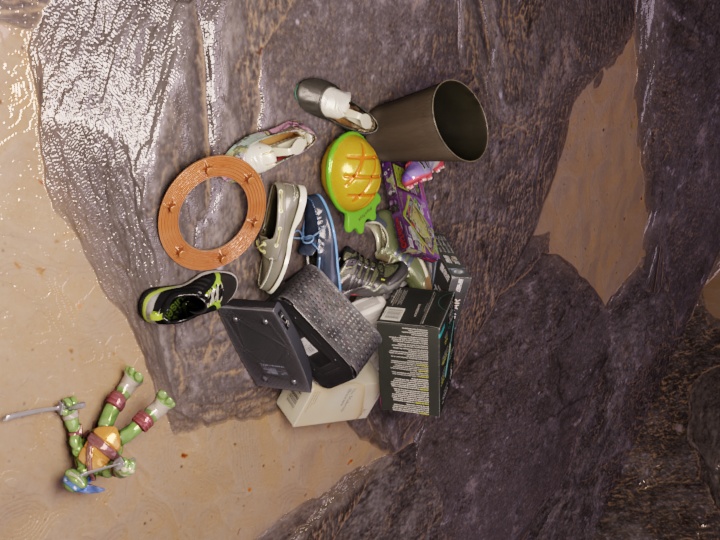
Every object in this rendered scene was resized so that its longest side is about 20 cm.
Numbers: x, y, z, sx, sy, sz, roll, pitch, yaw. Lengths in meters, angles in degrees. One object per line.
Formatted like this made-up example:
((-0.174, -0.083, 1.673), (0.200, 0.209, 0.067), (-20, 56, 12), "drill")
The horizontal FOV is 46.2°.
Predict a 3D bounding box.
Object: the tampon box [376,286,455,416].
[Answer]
((0.111, 0.157, 1.660), (0.150, 0.125, 0.202), (-57, 149, -58), "tampon box")

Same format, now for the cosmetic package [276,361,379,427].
((-0.056, 0.242, 1.673), (0.198, 0.073, 0.104), (2, 125, -43), "cosmetic package")

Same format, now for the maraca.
((-0.012, -0.165, 1.594), (0.137, 0.106, 0.202), (-44, 133, -32), "maraca")

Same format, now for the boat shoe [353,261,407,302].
((0.049, 0.017, 1.772), (0.199, 0.071, 0.070), (-32, 97, -33), "boat shoe")

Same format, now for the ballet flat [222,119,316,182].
((-0.152, -0.205, 1.444), (0.199, 0.071, 0.070), (-34, 127, -38), "ballet flat")

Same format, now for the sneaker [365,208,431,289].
((0.070, -0.029, 1.729), (0.089, 0.067, 0.202), (-18, 85, -29), "sneaker")

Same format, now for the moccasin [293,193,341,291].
((-0.082, -0.039, 1.562), (0.067, 0.080, 0.203), (-13, 95, -22), "moccasin")

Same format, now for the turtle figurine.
((-0.381, 0.236, 1.270), (0.194, 0.143, 0.201), (-51, 139, -30), "turtle figurine")

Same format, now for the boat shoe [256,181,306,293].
((-0.153, -0.059, 1.497), (0.060, 0.072, 0.204), (12, 101, -29), "boat shoe")

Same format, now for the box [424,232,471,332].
((0.166, 0.034, 1.786), (0.043, 0.201, 0.162), (5, 119, -16), "box")

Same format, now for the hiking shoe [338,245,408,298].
((0.000, 0.000, 1.646), (0.198, 0.076, 0.102), (-15, 111, -15), "hiking shoe")

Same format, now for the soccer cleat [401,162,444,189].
((0.120, -0.221, 1.731), (0.077, 0.066, 0.200), (63, 28, -7), "soccer cleat")

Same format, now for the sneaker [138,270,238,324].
((-0.268, 0.055, 1.386), (0.199, 0.082, 0.073), (-21, 118, -44), "sneaker")

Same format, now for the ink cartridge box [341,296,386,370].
((-0.022, 0.151, 1.715), (0.159, 0.050, 0.201), (-23, 141, -20), "ink cartridge box")

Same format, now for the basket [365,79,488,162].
((0.116, -0.276, 1.621), (0.180, 0.198, 0.138), (34, 66, -42), "basket")

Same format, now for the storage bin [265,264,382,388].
((-0.076, 0.104, 1.526), (0.200, 0.135, 0.094), (48, 53, -9), "storage bin")

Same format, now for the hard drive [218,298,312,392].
((-0.163, 0.132, 1.504), (0.042, 0.133, 0.201), (-59, 140, -41), "hard drive")

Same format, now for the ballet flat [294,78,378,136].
((-0.033, -0.300, 1.553), (0.199, 0.068, 0.069), (18, 90, -51), "ballet flat")

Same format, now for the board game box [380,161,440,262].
((0.102, -0.122, 1.724), (0.119, 0.032, 0.202), (14, 58, -48), "board game box")

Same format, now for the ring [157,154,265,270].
((-0.238, -0.091, 1.385), (0.199, 0.019, 0.203), (-21, 128, -30), "ring")
